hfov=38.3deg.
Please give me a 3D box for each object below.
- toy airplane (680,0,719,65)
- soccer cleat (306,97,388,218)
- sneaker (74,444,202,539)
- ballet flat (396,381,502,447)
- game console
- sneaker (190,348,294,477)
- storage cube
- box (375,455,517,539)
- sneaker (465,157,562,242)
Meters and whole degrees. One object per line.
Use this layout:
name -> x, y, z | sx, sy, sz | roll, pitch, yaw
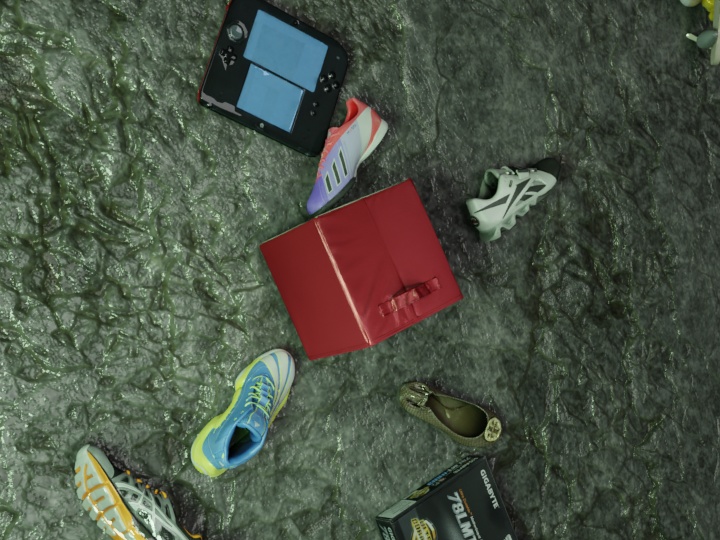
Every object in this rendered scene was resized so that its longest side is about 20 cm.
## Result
toy airplane -> 0.660, -0.511, 1.921 | 0.199, 0.141, 0.200 | 68, 36, -45
soccer cleat -> -0.033, -0.160, 1.481 | 0.073, 0.068, 0.200 | 44, 60, -20
sneaker -> -0.273, 0.290, 1.264 | 0.077, 0.078, 0.200 | -38, 94, -40
ballet flat -> 0.142, 0.216, 1.559 | 0.200, 0.046, 0.067 | 29, 71, -27
game console -> -0.118, -0.275, 1.460 | 0.200, 0.031, 0.177 | 23, 72, -28
sneaker -> -0.133, 0.186, 1.352 | 0.076, 0.105, 0.200 | 44, 64, -21
storage cube -> 0.000, 0.000, 1.408 | 0.171, 0.200, 0.180 | -25, 92, -32
box -> 0.139, 0.407, 1.536 | 0.198, 0.050, 0.200 | -25, 98, -31
sneaker -> 0.244, -0.138, 1.649 | 0.200, 0.074, 0.089 | -43, 109, -29
